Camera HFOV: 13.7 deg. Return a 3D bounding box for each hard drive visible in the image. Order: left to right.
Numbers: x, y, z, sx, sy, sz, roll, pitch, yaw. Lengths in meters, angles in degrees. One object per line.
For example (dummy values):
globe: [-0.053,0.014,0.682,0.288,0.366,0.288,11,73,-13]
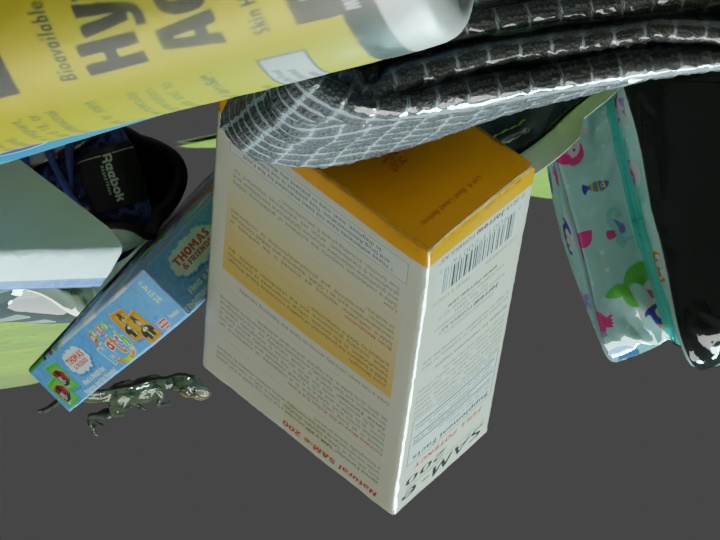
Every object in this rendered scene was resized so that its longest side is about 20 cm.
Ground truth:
hard drive: [-0.191,-0.036,1.118,0.025,0.132,0.200,-59,158,15]

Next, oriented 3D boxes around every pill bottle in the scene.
pill bottle: [-0.079,-0.089,0.767,0.200,0.111,0.111,-13,175,13]

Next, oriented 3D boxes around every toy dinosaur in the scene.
toy dinosaur: [-0.273,0.148,3.406,0.200,0.048,0.088,-10,160,-15]

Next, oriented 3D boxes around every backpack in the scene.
backpack: [0.178,-0.043,1.562,0.150,0.178,0.200,-13,-172,16]

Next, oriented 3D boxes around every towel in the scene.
towel: [0.050,-0.096,1.166,0.200,0.086,0.166,-11,176,-12]

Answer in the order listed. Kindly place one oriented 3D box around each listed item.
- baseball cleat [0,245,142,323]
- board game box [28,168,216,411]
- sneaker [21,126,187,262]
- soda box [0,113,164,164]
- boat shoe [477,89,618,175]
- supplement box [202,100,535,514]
baseball cleat: [-0.219,0.000,1.790,0.200,0.070,0.106,5,172,-40]
board game box: [-0.082,-0.014,1.507,0.151,0.037,0.200,-49,-174,-27]
sneaker: [-0.165,-0.033,1.464,0.199,0.081,0.115,-17,175,-35]
soda box: [-0.101,-0.083,1.028,0.200,0.068,0.064,-15,172,29]
boat shoe: [0.071,-0.087,1.400,0.075,0.062,0.200,-27,-170,26]
supplement box: [0.000,0.000,1.348,0.074,0.126,0.200,-39,155,-30]
